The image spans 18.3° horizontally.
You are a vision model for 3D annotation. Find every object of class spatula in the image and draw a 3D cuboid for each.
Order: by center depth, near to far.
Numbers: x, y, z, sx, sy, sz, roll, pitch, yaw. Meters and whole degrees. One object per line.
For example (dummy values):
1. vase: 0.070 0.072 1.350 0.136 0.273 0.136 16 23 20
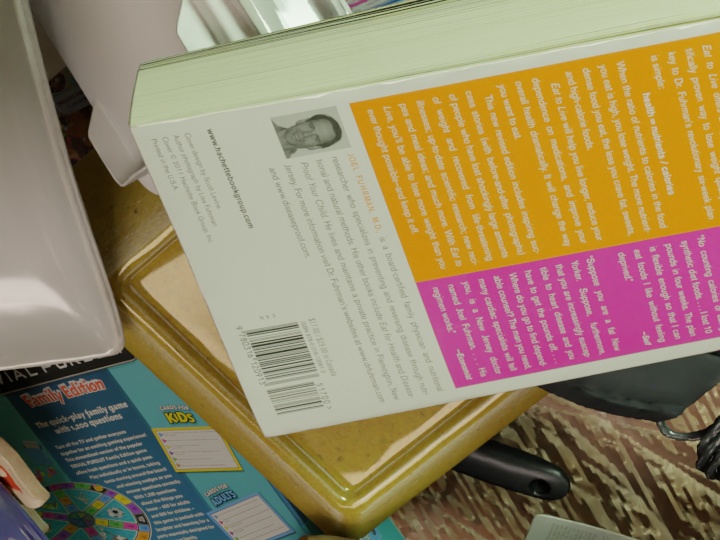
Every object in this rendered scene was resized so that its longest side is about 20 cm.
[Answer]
1. spatula: -0.004 0.056 0.955 0.200 0.021 0.057 24 133 13

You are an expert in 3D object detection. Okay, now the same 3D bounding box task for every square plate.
1. square plate: -0.200 -0.040 0.793 0.200 0.028 0.198 -7 127 6

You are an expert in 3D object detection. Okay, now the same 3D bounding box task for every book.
1. book: 0.048 -0.020 0.663 0.200 0.048 0.134 -11 129 10

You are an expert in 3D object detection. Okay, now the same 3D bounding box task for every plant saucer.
1. plant saucer: 0.000 0.000 0.852 0.200 0.048 0.200 -39 110 17

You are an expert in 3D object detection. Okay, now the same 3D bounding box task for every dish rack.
1. dish rack: -0.085 -0.112 0.729 0.200 0.044 0.172 58 157 0

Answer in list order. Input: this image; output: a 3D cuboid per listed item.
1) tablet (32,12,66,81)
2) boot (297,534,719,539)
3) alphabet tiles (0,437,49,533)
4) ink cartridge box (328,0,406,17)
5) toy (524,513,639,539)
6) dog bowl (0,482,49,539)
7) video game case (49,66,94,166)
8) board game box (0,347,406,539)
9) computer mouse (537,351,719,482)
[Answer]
1. tablet: -0.215 -0.056 0.826 0.200 0.014 0.130 -40 129 16
2. boot: 0.072 0.135 0.884 0.200 0.066 0.175 12 132 -6
3. alphabet tiles: -0.213 0.040 0.974 0.196 0.015 0.200 12 139 52
4. ink cartridge box: 0.042 -0.133 0.704 0.084 0.145 0.200 -1 128 19
5. toy: 0.160 0.158 0.974 0.200 0.047 0.115 15 134 -1
6. dog bowl: -0.214 0.128 1.003 0.200 0.079 0.200 36 154 21
7. video game case: -0.108 -0.115 0.859 0.143 0.018 0.200 -22 118 32
8. board game box: -0.087 0.083 0.979 0.151 0.047 0.200 -15 118 39
9. computer mouse: 0.092 0.001 0.800 0.200 0.053 0.139 18 104 -15
